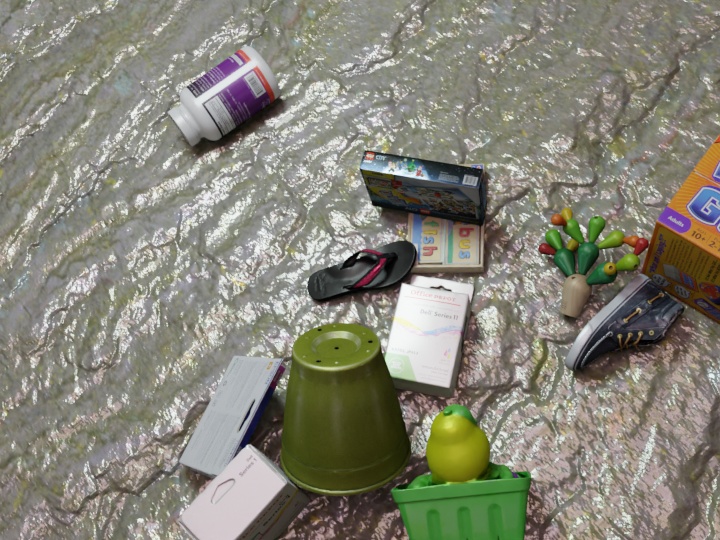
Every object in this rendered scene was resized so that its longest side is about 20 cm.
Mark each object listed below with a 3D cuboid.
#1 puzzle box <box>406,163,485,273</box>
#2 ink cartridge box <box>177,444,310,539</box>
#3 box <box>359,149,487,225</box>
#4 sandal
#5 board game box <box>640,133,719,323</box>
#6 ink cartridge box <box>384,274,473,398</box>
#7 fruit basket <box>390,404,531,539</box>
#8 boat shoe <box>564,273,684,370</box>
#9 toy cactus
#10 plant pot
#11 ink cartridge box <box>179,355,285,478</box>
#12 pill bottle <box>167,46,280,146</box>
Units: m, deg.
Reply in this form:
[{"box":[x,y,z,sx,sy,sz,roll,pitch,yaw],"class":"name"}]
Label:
[{"box":[0.149,-0.090,1.562,0.132,0.025,0.201,-1,66,9],"class":"puzzle box"},{"box":[-0.164,0.350,1.324,0.084,0.200,0.145,40,78,19],"class":"ink cartridge box"},{"box":[0.107,-0.136,1.499,0.199,0.137,0.038,11,71,15],"class":"box"},{"box":[0.000,0.000,1.525,0.199,0.045,0.075,-19,59,9],"class":"sandal"},{"box":[0.574,-0.054,1.371,0.199,0.200,0.200,34,76,21],"class":"board game box"},{"box":[0.111,0.094,1.463,0.117,0.067,0.201,9,68,14],"class":"ink cartridge box"},{"box":[0.145,0.296,1.317,0.214,0.156,0.217,-1,81,8],"class":"fruit basket"},{"box":[0.411,0.097,1.404,0.200,0.071,0.091,-44,62,-12],"class":"boat shoe"},{"box":[0.354,-0.008,1.438,0.200,0.102,0.166,22,97,45],"class":"toy cactus"},{"box":[-0.030,0.189,1.332,0.199,0.194,0.201,-4,27,2],"class":"plant pot"},{"box":[-0.191,0.228,1.405,0.043,0.200,0.197,35,71,-24],"class":"ink cartridge box"},{"box":[-0.256,-0.320,1.689,0.200,0.113,0.113,-36,65,-6],"class":"pill bottle"}]
